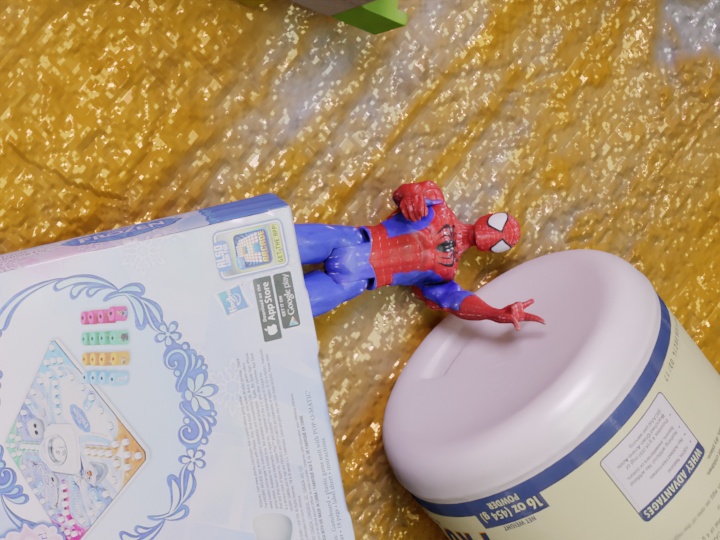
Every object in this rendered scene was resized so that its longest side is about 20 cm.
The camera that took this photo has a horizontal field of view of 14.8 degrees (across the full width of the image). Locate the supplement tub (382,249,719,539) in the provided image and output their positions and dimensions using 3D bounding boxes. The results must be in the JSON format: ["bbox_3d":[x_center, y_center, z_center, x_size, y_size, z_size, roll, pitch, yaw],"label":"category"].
[{"bbox_3d":[0.119,0.106,1.273,0.145,0.145,0.200,-47,115,-17],"label":"supplement tub"}]

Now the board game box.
[{"bbox_3d":[-0.109,0.087,1.167,0.198,0.043,0.201,-13,102,-11],"label":"board game box"}]

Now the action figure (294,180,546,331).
[{"bbox_3d":[0.000,0.000,1.224,0.199,0.099,0.066,-13,101,-31],"label":"action figure"}]

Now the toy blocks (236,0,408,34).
[{"bbox_3d":[-0.049,-0.202,1.185,0.199,0.100,0.138,20,74,-30],"label":"toy blocks"}]
